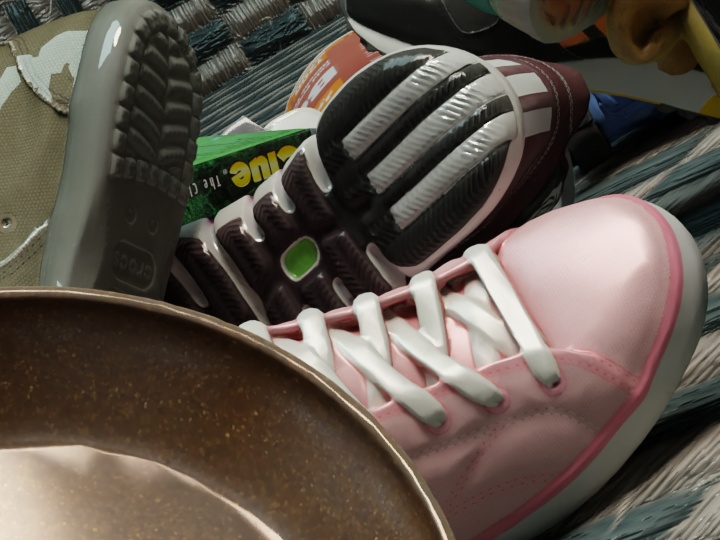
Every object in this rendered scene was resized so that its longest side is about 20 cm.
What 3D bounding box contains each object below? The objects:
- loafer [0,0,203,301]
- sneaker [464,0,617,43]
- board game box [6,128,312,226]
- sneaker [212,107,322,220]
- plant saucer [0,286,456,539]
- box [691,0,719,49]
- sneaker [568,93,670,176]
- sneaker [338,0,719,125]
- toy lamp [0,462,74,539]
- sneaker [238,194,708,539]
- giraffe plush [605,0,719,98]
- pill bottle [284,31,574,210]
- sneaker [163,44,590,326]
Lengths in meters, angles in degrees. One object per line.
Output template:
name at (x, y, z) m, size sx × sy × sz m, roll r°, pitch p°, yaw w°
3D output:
loafer at (-0.099, 0.017, 0.809) m, size 0.069 × 0.201 × 0.075 m, roll 4°, pitch -18°, yaw 26°
sneaker at (0.092, -0.154, 0.969) m, size 0.200 × 0.080 × 0.072 m, roll -36°, pitch -36°, yaw -37°
board game box at (-0.111, -0.023, 0.952) m, size 0.104 × 0.024 × 0.200 m, roll -17°, pitch 9°, yaw -34°
sneaker at (0.000, 0.000, 0.951) m, size 0.079 × 0.130 × 0.199 m, roll -37°, pitch 8°, yaw -17°
plant saucer at (-0.073, 0.090, 0.635) m, size 0.200 × 0.200 × 0.037 m, roll -39°, pitch -27°, yaw -33°
box at (0.195, -0.094, 0.740) m, size 0.199 × 0.125 × 0.149 m, roll -32°, pitch 9°, yaw 8°
sneaker at (0.116, -0.092, 1.214) m, size 0.111 × 0.077 × 0.200 m, roll -29°, pitch 3°, yaw -7°
sneaker at (0.093, -0.113, 1.041) m, size 0.199 × 0.091 × 0.070 m, roll 10°, pitch 22°, yaw 6°
toy lamp at (-0.103, 0.122, 0.664) m, size 0.058 × 0.058 × 0.201 m, roll -27°, pitch 31°, yaw 39°
sneaker at (-0.001, 0.039, 0.758) m, size 0.200 × 0.105 × 0.076 m, roll -38°, pitch 51°, yaw 11°
giraffe plush at (0.170, -0.110, 0.925) m, size 0.162 × 0.172 × 0.200 m, roll -53°, pitch 12°, yaw 19°
pill bottle at (0.027, -0.039, 1.125) m, size 0.112 × 0.112 × 0.200 m, roll -33°, pitch 11°, yaw 2°
sneaker at (0.000, -0.001, 0.867) m, size 0.200 × 0.076 × 0.115 m, roll -36°, pitch -11°, yaw 33°
